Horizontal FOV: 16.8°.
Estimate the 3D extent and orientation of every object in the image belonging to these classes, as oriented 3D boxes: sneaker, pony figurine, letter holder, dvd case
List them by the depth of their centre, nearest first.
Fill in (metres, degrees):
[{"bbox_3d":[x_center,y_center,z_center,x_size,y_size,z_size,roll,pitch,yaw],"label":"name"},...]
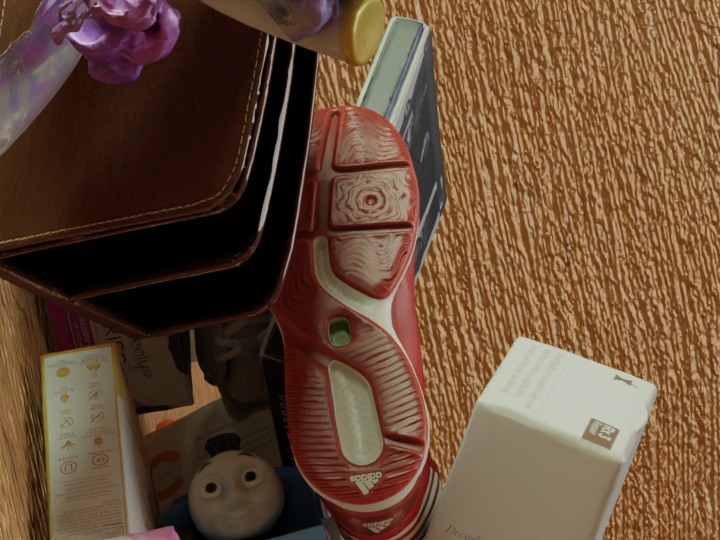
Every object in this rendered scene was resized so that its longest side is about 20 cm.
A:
[{"bbox_3d":[-0.076,-0.124,0.815,0.193,0.199,0.167,-52,146,-45],"label":"pony figurine"},{"bbox_3d":[-0.058,-0.091,0.940,0.100,0.142,0.201,29,59,-47],"label":"letter holder"},{"bbox_3d":[-0.006,0.035,1.062,0.116,0.078,0.201,82,6,-57],"label":"sneaker"},{"bbox_3d":[-0.051,0.010,1.150,0.200,0.075,0.092,77,8,-67],"label":"sneaker"},{"bbox_3d":[0.000,0.000,1.185,0.151,0.025,0.201,82,25,-56],"label":"dvd case"}]

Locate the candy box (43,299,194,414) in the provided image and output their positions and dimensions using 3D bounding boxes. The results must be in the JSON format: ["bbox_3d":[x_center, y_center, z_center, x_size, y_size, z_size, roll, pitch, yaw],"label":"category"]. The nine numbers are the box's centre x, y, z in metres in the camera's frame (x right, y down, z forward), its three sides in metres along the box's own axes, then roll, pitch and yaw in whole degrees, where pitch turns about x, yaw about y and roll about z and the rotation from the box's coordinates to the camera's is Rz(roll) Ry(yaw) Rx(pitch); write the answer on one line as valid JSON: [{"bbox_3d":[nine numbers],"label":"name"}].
[{"bbox_3d":[-0.125,-0.036,1.185,0.200,0.061,0.137,-102,-179,-61],"label":"candy box"}]

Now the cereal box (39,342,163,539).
[{"bbox_3d":[-0.099,0.150,1.003,0.200,0.039,0.144,-102,-177,-47],"label":"cereal box"}]

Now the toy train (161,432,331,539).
[{"bbox_3d":[-0.044,0.140,1.077,0.200,0.086,0.115,82,-10,-75],"label":"toy train"}]

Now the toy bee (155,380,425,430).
[{"bbox_3d":[-0.059,0.106,1.412,0.131,0.201,0.109,16,-18,50],"label":"toy bee"}]

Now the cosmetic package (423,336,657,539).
[{"bbox_3d":[0.060,0.140,1.069,0.102,0.074,0.201,-44,154,-70],"label":"cosmetic package"}]

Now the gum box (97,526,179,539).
[{"bbox_3d":[-0.075,0.205,0.822,0.114,0.066,0.201,-95,175,-73],"label":"gum box"}]

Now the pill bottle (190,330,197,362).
[{"bbox_3d":[-0.097,-0.050,1.441,0.120,0.119,0.201,-88,167,-89],"label":"pill bottle"}]

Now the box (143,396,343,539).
[{"bbox_3d":[-0.040,0.169,1.266,0.097,0.124,0.201,42,29,-48],"label":"box"}]
